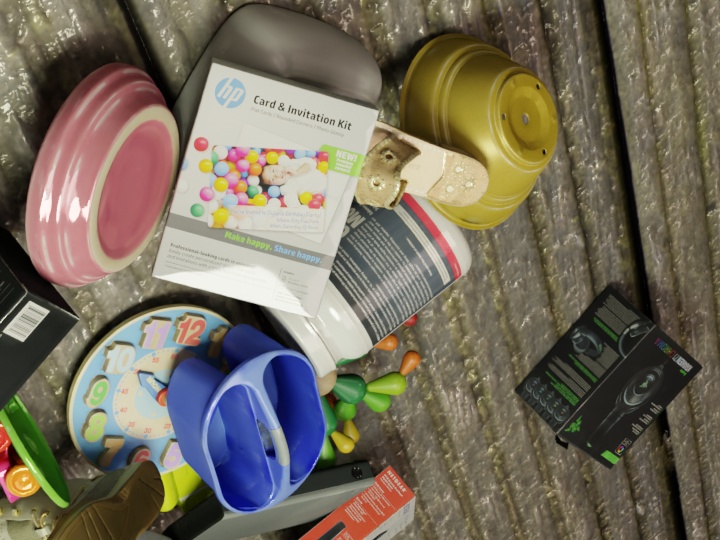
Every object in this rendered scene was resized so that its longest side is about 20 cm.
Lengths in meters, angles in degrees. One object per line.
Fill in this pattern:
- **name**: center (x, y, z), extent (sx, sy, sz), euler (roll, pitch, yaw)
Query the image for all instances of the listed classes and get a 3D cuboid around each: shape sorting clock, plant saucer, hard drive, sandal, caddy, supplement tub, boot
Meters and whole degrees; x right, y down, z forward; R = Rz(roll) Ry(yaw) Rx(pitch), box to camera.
- **shape sorting clock**: center (-0.201, 0.125, 1.724), extent (0.200, 0.039, 0.200), euler (-16, 121, -29)
- **plant saucer**: center (-0.214, -0.077, 1.474), extent (0.201, 0.051, 0.201), euler (20, 90, -73)
- **hard drive**: center (-0.101, 0.258, 1.870), extent (0.200, 0.033, 0.140), euler (-7, 159, -37)
- **sandal**: center (0.033, -0.090, 1.579), extent (0.212, 0.070, 0.078), euler (8, 111, -25)
- **caddy**: center (-0.108, 0.154, 1.721), extent (0.141, 0.105, 0.200), euler (-35, 136, -25)
- **supplement tub**: center (0.000, 0.000, 1.743), extent (0.200, 0.140, 0.140), euler (-38, 142, -10)
- **boot**: center (-0.295, 0.252, 1.653), extent (0.200, 0.155, 0.072), euler (-46, 122, -63)

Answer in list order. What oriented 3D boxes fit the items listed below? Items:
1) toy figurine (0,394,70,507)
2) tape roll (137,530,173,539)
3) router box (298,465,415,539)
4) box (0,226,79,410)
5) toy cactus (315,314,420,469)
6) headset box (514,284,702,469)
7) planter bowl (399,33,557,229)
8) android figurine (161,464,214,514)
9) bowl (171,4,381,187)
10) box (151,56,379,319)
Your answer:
- **toy figurine**: center (-0.395, 0.179, 1.571), extent (0.184, 0.150, 0.200), euler (-30, 120, -5)
- **tape roll**: center (-0.277, 0.352, 1.816), extent (0.200, 0.066, 0.200), euler (-11, 143, -8)
- **router box**: center (-0.019, 0.321, 2.034), extent (0.179, 0.049, 0.200), euler (-38, 167, -9)
- **box**: center (-0.358, 0.064, 1.471), extent (0.200, 0.141, 0.079), euler (-48, 145, 4)
- **toy cactus**: center (-0.028, 0.116, 1.869), extent (0.165, 0.102, 0.200), euler (22, 104, -45)
- **headset box**: center (0.318, 0.146, 2.212), extent (0.200, 0.093, 0.174), euler (-48, 142, 5)
- **planter bowl**: center (0.137, -0.145, 1.696), extent (0.200, 0.083, 0.201), euler (8, 78, -43)
- **android figurine**: center (-0.155, 0.198, 1.866), extent (0.182, 0.041, 0.200), euler (-27, 137, -22)
- **bowl**: center (-0.076, -0.137, 1.604), extent (0.200, 0.075, 0.200), euler (13, 114, -46)
- **box**: center (-0.086, -0.072, 1.525), extent (0.156, 0.041, 0.200), euler (16, 101, -11)
